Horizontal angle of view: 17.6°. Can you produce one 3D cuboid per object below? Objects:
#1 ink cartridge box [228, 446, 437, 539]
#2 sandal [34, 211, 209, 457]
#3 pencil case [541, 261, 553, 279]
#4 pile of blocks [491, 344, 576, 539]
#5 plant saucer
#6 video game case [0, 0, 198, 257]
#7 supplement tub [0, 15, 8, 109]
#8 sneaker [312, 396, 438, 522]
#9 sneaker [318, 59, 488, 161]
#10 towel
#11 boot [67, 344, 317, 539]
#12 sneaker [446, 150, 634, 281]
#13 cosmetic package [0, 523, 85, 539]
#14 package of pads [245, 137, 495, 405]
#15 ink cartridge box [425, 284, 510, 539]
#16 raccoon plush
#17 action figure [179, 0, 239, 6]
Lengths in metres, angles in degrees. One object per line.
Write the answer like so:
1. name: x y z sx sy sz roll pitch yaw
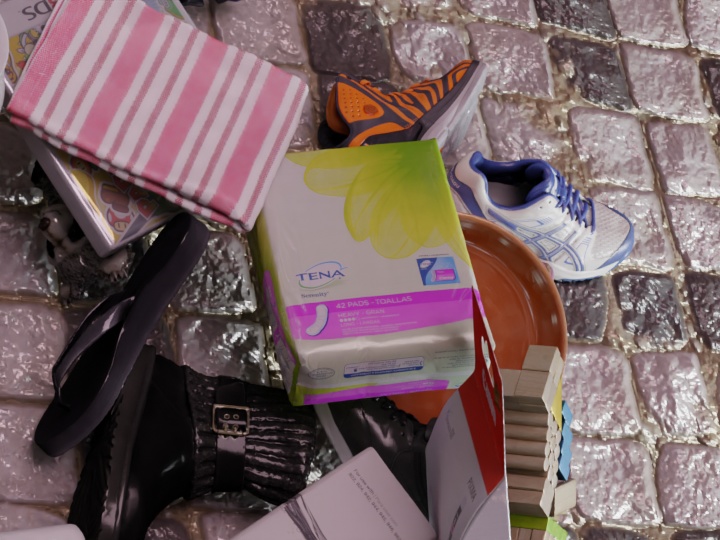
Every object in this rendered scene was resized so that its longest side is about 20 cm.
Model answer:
1. ink cartridge box: -0.062 0.225 1.600 0.200 0.146 0.084 -30 77 -39
2. sandal: -0.181 0.041 1.669 0.043 0.076 0.201 35 78 -23
3. pencil case: 0.060 -0.008 1.869 0.199 0.083 0.087 26 48 -12
4. pile of blocks: 0.123 0.155 1.779 0.082 0.062 0.201 -4 98 -64
5. plant saucer: 0.061 0.054 1.803 0.199 0.032 0.202 0 90 -9
6. video game case: -0.177 -0.130 1.729 0.182 0.023 0.201 -31 87 -40
7. supplement tub: -0.335 -0.111 1.641 0.144 0.200 0.145 14 53 -20
8. sneaker: 0.028 0.112 1.728 0.201 0.099 0.071 67 14 1
9. sneaker: 0.033 -0.140 1.949 0.112 0.078 0.200 24 32 9
10. towel: -0.144 -0.125 1.694 0.199 0.030 0.147 26 55 -8
11. boot: -0.115 0.151 1.665 0.157 0.079 0.212 23 50 -14
12. sneaker: 0.154 -0.048 1.945 0.199 0.088 0.076 8 54 -26
13. cosmetic package: -0.269 0.273 1.440 0.199 0.165 0.166 -4 60 -31
14. package of pads: 0.000 0.000 1.708 0.154 0.068 0.201 -5 53 -11
15. ink cartridge box: 0.071 0.134 1.587 0.057 0.201 0.163 -10 23 -1
16. raccoon plush: -0.162 -0.046 1.772 0.199 0.097 0.135 -4 69 -31
17. action figure: -0.191 -0.252 1.912 0.200 0.104 0.194 13 57 -53
